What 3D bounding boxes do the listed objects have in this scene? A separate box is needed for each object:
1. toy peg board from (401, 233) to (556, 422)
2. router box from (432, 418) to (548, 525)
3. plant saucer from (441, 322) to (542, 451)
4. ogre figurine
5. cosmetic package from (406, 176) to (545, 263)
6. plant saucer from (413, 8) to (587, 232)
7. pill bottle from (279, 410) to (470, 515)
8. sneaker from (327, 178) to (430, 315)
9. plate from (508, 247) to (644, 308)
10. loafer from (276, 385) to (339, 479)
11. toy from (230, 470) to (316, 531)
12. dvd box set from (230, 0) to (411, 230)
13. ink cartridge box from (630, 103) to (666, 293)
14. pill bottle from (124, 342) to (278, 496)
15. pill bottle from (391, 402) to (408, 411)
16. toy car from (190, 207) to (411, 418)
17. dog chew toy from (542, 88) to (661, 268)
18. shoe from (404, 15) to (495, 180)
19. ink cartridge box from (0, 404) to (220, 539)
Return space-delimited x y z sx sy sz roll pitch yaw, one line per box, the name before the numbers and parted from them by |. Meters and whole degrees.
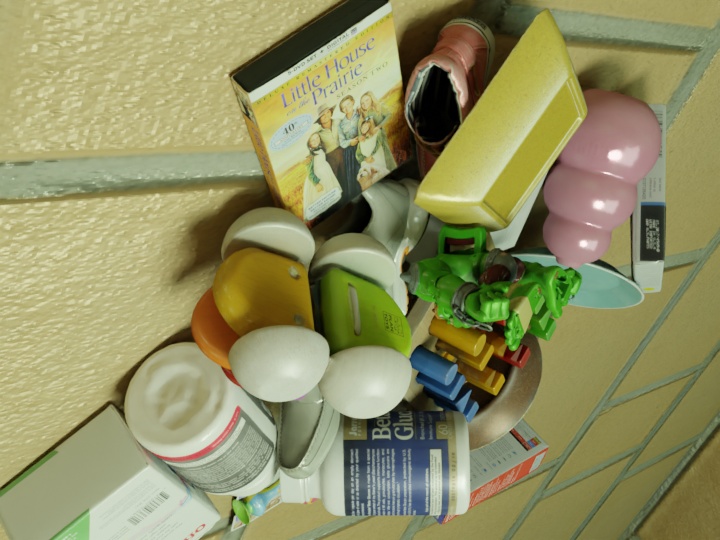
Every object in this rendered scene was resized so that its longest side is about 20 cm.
toy peg board | 0.132 0.077 1.079 0.200 0.098 0.200 -58 152 -14
router box | 0.112 0.206 1.268 0.179 0.200 0.049 -20 142 -34
plant saucer | 0.125 0.126 1.200 0.200 0.200 0.034 -44 133 -1
ogre figurine | 0.124 0.011 0.932 0.200 0.120 0.098 -36 134 -43
cosmetic package | 0.138 -0.096 1.074 0.150 0.052 0.200 -21 143 -38
plant saucer | 0.147 -0.119 0.912 0.200 0.048 0.200 -56 161 5
pill bottle | 0.015 0.208 1.055 0.199 0.111 0.111 -1 142 1
sneaker | 0.000 0.000 0.980 0.092 0.076 0.201 8 96 -35
plate | 0.262 0.006 1.243 0.200 0.199 0.026 41 62 -60
loafer | -0.055 0.112 1.007 0.070 0.070 0.201 37 56 -50
toy | -0.074 0.275 1.275 0.200 0.047 0.115 -23 145 -32
dvd box set | -0.025 -0.131 0.852 0.146 0.029 0.200 -36 149 -15
ink cartridge box | 0.362 -0.079 1.228 0.200 0.047 0.199 40 51 -68
pill bottle | -0.147 0.160 0.981 0.111 0.111 0.200 -40 149 -9
pill bottle | 0.000 0.156 1.154 0.112 0.112 0.200 -14 139 -41
toy car | -0.055 0.055 0.874 0.199 0.176 0.150 15 137 -29
dog chew toy | 0.264 -0.101 1.113 0.124 0.124 0.201 7 101 -54
shoe | 0.075 -0.129 0.910 0.091 0.071 0.201 -53 157 -43
ink cartridge box | -0.248 0.242 0.983 0.145 0.088 0.200 -39 148 -8
